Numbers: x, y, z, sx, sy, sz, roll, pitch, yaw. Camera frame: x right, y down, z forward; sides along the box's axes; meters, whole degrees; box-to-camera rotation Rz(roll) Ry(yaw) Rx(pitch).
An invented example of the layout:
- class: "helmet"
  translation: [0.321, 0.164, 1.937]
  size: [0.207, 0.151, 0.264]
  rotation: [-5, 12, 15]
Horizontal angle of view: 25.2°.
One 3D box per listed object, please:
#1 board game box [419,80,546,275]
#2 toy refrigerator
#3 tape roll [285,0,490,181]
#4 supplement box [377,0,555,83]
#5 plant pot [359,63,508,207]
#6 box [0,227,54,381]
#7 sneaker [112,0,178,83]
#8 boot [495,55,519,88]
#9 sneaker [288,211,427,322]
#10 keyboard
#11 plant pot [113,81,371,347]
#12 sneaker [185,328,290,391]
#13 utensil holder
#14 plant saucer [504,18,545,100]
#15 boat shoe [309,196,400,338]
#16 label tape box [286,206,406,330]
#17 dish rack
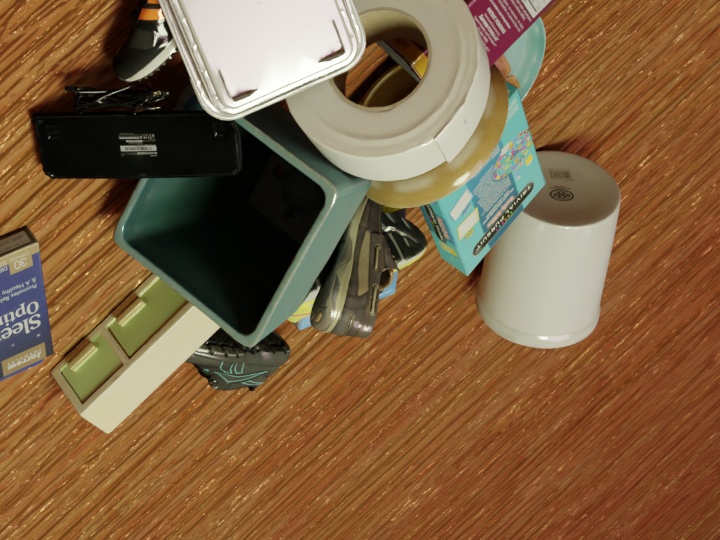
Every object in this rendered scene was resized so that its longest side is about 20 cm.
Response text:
- class: "board game box"
  translation: [0.133, -0.107, 1.829]
  size: [0.151, 0.047, 0.200]
  rotation: [-49, 150, -13]
- class: "toy refrigerator"
  translation: [-0.242, 0.078, 1.786]
  size: [0.200, 0.076, 0.070]
  rotation: [-43, 146, 1]
- class: "tape roll"
  translation: [0.025, -0.193, 1.566]
  size: [0.202, 0.203, 0.071]
  rotation: [-42, 160, -1]
- class: "supplement box"
  translation: [0.106, -0.295, 1.699]
  size: [0.200, 0.131, 0.103]
  rotation: [-46, 144, 2]
- class: "plant pot"
  translation: [0.066, -0.162, 1.740]
  size: [0.200, 0.200, 0.027]
  rotation: [-45, 138, 2]
- class: "box"
  translation: [-0.381, 0.057, 1.663]
  size: [0.120, 0.032, 0.201]
  rotation: [-25, 142, -25]
- class: "sneaker"
  translation: [-0.184, -0.271, 1.504]
  size: [0.090, 0.070, 0.200]
  rotation: [35, 110, -26]
- class: "boot"
  translation: [0.119, -0.168, 1.864]
  size: [0.155, 0.077, 0.201]
  rotation: [-42, 138, -9]
- class: "sneaker"
  translation: [-0.016, 0.000, 1.835]
  size: [0.198, 0.079, 0.091]
  rotation: [-20, 147, -20]
- class: "keyboard"
  translation: [-0.214, -0.140, 1.554]
  size: [0.197, 0.040, 0.105]
  rotation: [-1, 130, 1]
- class: "plant pot"
  translation: [-0.098, -0.072, 1.679]
  size: [0.198, 0.195, 0.200]
  rotation: [-59, 164, 22]
- class: "sneaker"
  translation: [-0.164, 0.107, 1.897]
  size: [0.199, 0.076, 0.080]
  rotation: [12, 120, -50]
- class: "utensil holder"
  translation: [0.244, -0.028, 2.088]
  size: [0.169, 0.170, 0.202]
  rotation: [-22, 139, -28]
- class: "plant saucer"
  translation: [0.132, -0.232, 1.883]
  size: [0.199, 0.027, 0.202]
  rotation: [-26, 141, -23]
- class: "boat shoe"
  translation: [0.000, 0.000, 1.742]
  size: [0.073, 0.201, 0.075]
  rotation: [26, 138, -11]
- class: "label tape box"
  translation: [-0.021, -0.041, 1.895]
  size: [0.143, 0.063, 0.202]
  rotation: [-20, 138, -29]
- class: "dish rack"
  translation: [-0.093, -0.245, 1.467]
  size: [0.170, 0.044, 0.202]
  rotation: [-23, 115, -3]
